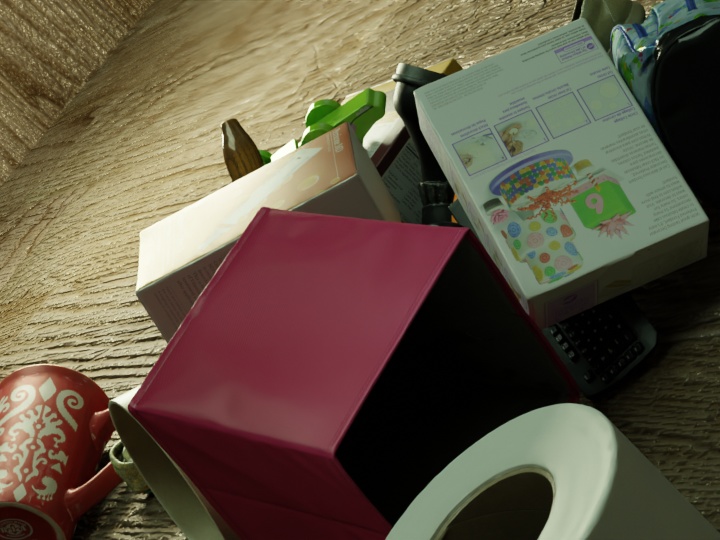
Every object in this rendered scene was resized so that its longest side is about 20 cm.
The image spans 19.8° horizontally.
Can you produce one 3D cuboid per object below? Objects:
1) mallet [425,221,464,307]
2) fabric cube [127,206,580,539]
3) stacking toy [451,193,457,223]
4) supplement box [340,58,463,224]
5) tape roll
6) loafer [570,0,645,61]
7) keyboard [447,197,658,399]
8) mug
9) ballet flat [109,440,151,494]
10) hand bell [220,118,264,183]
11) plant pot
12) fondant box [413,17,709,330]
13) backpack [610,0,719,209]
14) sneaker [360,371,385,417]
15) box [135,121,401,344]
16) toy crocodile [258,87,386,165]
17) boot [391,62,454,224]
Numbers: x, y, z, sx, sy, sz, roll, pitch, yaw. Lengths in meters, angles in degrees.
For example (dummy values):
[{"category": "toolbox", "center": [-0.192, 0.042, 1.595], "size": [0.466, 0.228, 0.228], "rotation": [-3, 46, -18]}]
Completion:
[{"category": "mallet", "center": [0.039, 0.019, 1.603], "size": [0.200, 0.041, 0.066], "rotation": [139, 132, -67]}, {"category": "fabric cube", "center": [-0.001, 0.095, 1.464], "size": [0.199, 0.200, 0.196], "rotation": [6, 55, 41]}, {"category": "stacking toy", "center": [0.106, 0.029, 1.621], "size": [0.146, 0.146, 0.200], "rotation": [3, 66, 65]}, {"category": "supplement box", "center": [0.027, -0.066, 1.922], "size": [0.200, 0.133, 0.197], "rotation": [-54, 21, -25]}, {"category": "tape roll", "center": [0.114, 0.197, 1.208], "size": [0.203, 0.139, 0.203], "rotation": [-39, 21, 18]}, {"category": "loafer", "center": [0.183, -0.170, 1.871], "size": [0.200, 0.067, 0.076], "rotation": [-58, 3, -14]}, {"category": "keyboard", "center": [0.127, 0.011, 1.527], "size": [0.104, 0.040, 0.200], "rotation": [-49, 59, 23]}, {"category": "mug", "center": [-0.320, 0.198, 2.111], "size": [0.177, 0.133, 0.200], "rotation": [-37, 24, 28]}, {"category": "ballet flat", "center": [-0.165, 0.149, 1.983], "size": [0.200, 0.071, 0.071], "rotation": [-34, 22, 29]}, {"category": "hand bell", "center": [-0.081, -0.039, 1.811], "size": [0.104, 0.200, 0.104], "rotation": [-20, -11, -4]}, {"category": "plant pot", "center": [-0.074, 0.128, 1.709], "size": [0.200, 0.188, 0.187], "rotation": [-36, 16, -16]}, {"category": "fondant box", "center": [0.145, -0.072, 1.513], "size": [0.144, 0.058, 0.200], "rotation": [-23, 60, -6]}, {"category": "backpack", "center": [0.260, -0.140, 1.566], "size": [0.153, 0.163, 0.200], "rotation": [-17, 24, 23]}, {"category": "sneaker", "center": [0.001, 0.144, 1.638], "size": [0.082, 0.075, 0.200], "rotation": [-22, 30, 45]}, {"category": "box", "center": [-0.070, -0.015, 1.656], "size": [0.200, 0.098, 0.124], "rotation": [-28, 23, 7]}, {"category": "toy crocodile", "center": [-0.054, -0.095, 1.871], "size": [0.200, 0.062, 0.068], "rotation": [-36, 21, 15]}, {"category": "boot", "center": [0.069, -0.066, 1.722], "size": [0.079, 0.211, 0.158], "rotation": [15, 76, 34]}]
